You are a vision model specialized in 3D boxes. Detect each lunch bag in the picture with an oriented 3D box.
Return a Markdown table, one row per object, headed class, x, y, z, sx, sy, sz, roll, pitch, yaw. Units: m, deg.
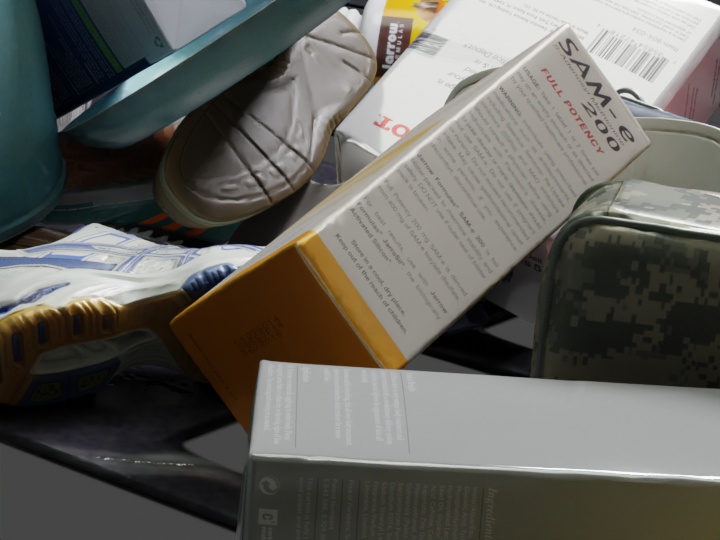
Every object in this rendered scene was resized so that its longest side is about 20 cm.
| class | x | y | z | sx | sy | sz | roll | pitch | yaw |
| --- | --- | --- | --- | --- | --- | --- | --- | --- | --- |
| lunch bag | 0.180 | 0.032 | 0.928 | 0.198 | 0.141 | 0.168 | 8 | 17 | 12 |

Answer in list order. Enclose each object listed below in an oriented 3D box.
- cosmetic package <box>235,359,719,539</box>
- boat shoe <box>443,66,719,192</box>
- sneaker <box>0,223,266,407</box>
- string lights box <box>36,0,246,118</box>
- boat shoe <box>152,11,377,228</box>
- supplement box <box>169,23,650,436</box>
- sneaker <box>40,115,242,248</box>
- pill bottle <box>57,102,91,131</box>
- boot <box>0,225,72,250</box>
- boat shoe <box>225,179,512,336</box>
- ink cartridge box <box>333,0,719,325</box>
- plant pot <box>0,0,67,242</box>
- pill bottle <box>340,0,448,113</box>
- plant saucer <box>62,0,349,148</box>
| class | x | y | z | sx | sy | sz | roll | pitch | yaw |
| --- | --- | --- | --- | --- | --- | --- | --- | --- | --- |
| cosmetic package | 0.054 | 0.092 | 0.794 | 0.198 | 0.091 | 0.107 | 7 | 16 | -1 |
| boat shoe | 0.126 | -0.058 | 1.071 | 0.199 | 0.076 | 0.062 | 12 | -2 | 41 |
| sneaker | -0.101 | 0.006 | 1.030 | 0.198 | 0.076 | 0.088 | -3 | 37 | -27 |
| string lights box | -0.156 | -0.149 | 1.165 | 0.059 | 0.103 | 0.199 | -35 | 10 | -34 |
| boat shoe | -0.058 | -0.075 | 1.185 | 0.066 | 0.074 | 0.200 | -37 | 6 | 42 |
| supplement box | 0.024 | -0.017 | 0.968 | 0.200 | 0.074 | 0.126 | -40 | 6 | -35 |
| sneaker | -0.114 | -0.043 | 1.240 | 0.199 | 0.080 | 0.071 | -13 | 41 | -36 |
| pill bottle | -0.238 | -0.106 | 1.352 | 0.113 | 0.115 | 0.200 | 5 | 17 | 5 |
| boot | -0.212 | -0.019 | 1.147 | 0.198 | 0.065 | 0.187 | 6 | 29 | 19 |
| boat shoe | 0.000 | 0.000 | 1.152 | 0.093 | 0.075 | 0.200 | 40 | -18 | -20 |
| ink cartridge box | 0.098 | -0.085 | 1.197 | 0.145 | 0.084 | 0.200 | 27 | 58 | 21 |
| plant pot | -0.256 | -0.129 | 1.094 | 0.198 | 0.190 | 0.201 | 1 | 27 | 0 |
| pill bottle | 0.063 | -0.149 | 1.576 | 0.198 | 0.110 | 0.109 | 6 | 16 | 7 |
| plant saucer | -0.072 | -0.120 | 1.144 | 0.199 | 0.028 | 0.200 | -32 | 11 | 7 |
